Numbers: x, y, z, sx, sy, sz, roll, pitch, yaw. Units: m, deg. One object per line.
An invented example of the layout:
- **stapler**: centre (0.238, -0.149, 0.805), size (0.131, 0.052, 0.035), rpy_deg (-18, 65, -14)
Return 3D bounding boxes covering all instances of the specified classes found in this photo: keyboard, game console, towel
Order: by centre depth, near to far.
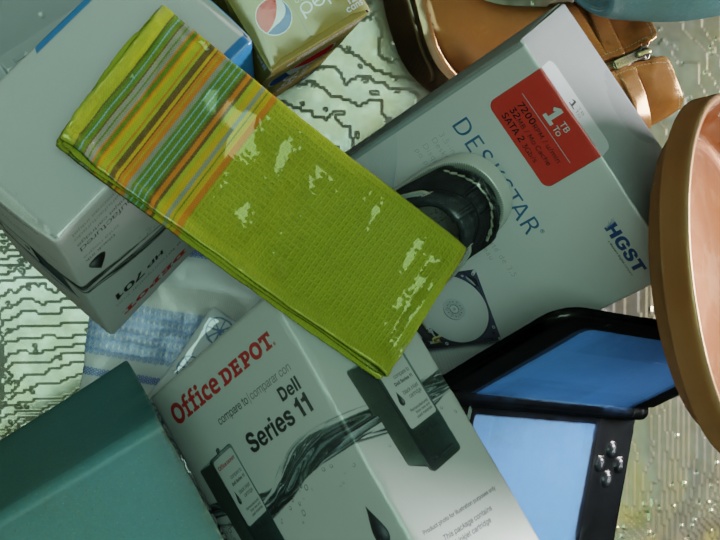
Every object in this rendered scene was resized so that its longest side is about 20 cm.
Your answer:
- **towel**: centre (-0.043, -0.036, 0.639), size (0.200, 0.018, 0.086), rpy_deg (37, 78, -14)
- **keyboard**: centre (-0.150, -0.185, 0.789), size (0.200, 0.011, 0.056), rpy_deg (-41, 115, -26)
- **game console**: centre (0.133, 0.110, 0.790), size (0.199, 0.116, 0.177), rpy_deg (10, 91, -38)
- **towel**: centre (-0.107, 0.069, 0.843), size (0.146, 0.024, 0.201), rpy_deg (10, 90, -7)

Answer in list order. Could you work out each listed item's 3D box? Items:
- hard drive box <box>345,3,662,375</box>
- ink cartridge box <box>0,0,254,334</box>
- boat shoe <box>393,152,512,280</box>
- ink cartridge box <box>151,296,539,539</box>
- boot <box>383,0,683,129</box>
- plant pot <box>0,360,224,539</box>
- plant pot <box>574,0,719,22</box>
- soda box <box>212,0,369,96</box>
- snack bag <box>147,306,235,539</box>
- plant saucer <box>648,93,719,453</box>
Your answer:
- **hard drive box**: centre (0.077, -0.037, 0.783), size (0.200, 0.077, 0.156), rpy_deg (-32, 97, 37)
- **ink cartridge box**: centre (-0.133, -0.063, 0.732), size (0.086, 0.200, 0.147), rpy_deg (40, 76, 10)
- **boat shoe**: centre (0.000, 0.000, 0.759), size (0.076, 0.060, 0.200), rpy_deg (48, 128, -1)
- **ink cartridge box**: centre (-0.010, 0.114, 0.711), size (0.083, 0.147, 0.200), rpy_deg (-21, 76, -44)
- **boot**: centre (0.111, -0.153, 0.843), size (0.155, 0.077, 0.201), rpy_deg (-28, 91, -9)
- **plant pot**: centre (-0.176, 0.172, 0.717), size (0.200, 0.141, 0.142), rpy_deg (-29, 106, -10)
- **plant pot**: centre (0.178, -0.229, 0.788), size (0.135, 0.200, 0.200), rpy_deg (-35, 95, -5)
- **soda box**: centre (-0.054, -0.144, 0.756), size (0.064, 0.200, 0.068), rpy_deg (-33, 95, -9)
- **snack bag**: centre (-0.080, 0.156, 0.828), size (0.188, 0.021, 0.200), rpy_deg (39, 89, -6)
- **plant saucer**: centre (0.201, 0.004, 0.718), size (0.032, 0.200, 0.201), rpy_deg (-8, 93, 32)
